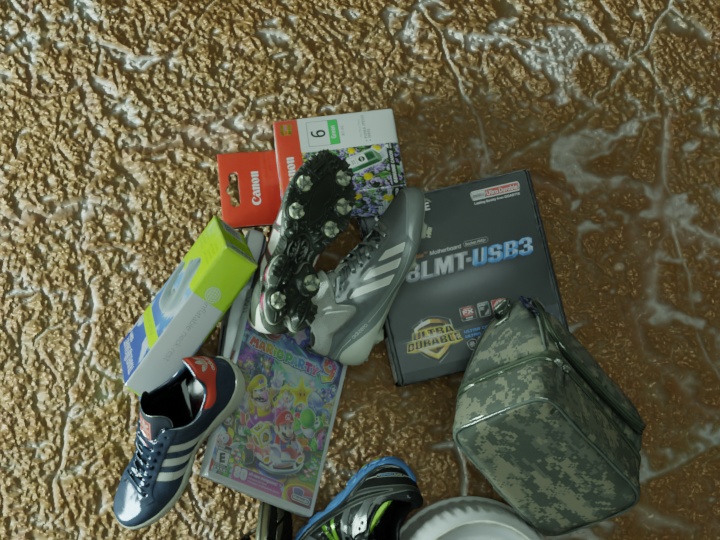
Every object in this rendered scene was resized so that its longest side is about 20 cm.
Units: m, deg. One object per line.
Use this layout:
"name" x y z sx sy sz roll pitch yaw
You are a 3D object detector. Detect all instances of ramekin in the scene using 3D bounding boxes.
"ramekin" 0.120 0.339 1.511 0.197 0.105 0.203 1 83 -4

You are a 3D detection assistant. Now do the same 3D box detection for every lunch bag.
"lunch bag" 0.197 0.144 1.494 0.139 0.169 0.200 -30 118 31

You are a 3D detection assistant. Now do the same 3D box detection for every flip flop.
"flip flop" -0.118 0.324 1.515 0.057 0.081 0.203 11 83 19

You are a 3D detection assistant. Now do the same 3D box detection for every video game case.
"video game case" -0.084 0.138 1.508 0.142 0.018 0.202 27 66 -34

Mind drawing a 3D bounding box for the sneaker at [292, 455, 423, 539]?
"sneaker" -0.011 0.285 1.501 0.200 0.071 0.083 -50 45 6

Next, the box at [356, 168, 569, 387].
"box" 0.111 0.008 1.581 0.197 0.050 0.201 -12 85 -6

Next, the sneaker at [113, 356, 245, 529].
"sneaker" -0.199 0.165 1.425 0.075 0.084 0.201 37 99 33

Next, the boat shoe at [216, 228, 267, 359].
"boat shoe" -0.113 0.060 1.547 0.065 0.072 0.203 10 80 -13

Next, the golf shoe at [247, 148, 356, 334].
"golf shoe" -0.069 -0.031 1.475 0.077 0.088 0.202 30 67 -23

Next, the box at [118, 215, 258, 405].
"box" -0.186 0.049 1.492 0.047 0.122 0.201 35 97 -19

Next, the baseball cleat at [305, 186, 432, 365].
"baseball cleat" 0.000 0.000 1.505 0.105 0.070 0.202 17 95 -23

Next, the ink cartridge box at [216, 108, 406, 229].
"ink cartridge box" -0.055 -0.109 1.559 0.197 0.051 0.110 -6 56 -4
